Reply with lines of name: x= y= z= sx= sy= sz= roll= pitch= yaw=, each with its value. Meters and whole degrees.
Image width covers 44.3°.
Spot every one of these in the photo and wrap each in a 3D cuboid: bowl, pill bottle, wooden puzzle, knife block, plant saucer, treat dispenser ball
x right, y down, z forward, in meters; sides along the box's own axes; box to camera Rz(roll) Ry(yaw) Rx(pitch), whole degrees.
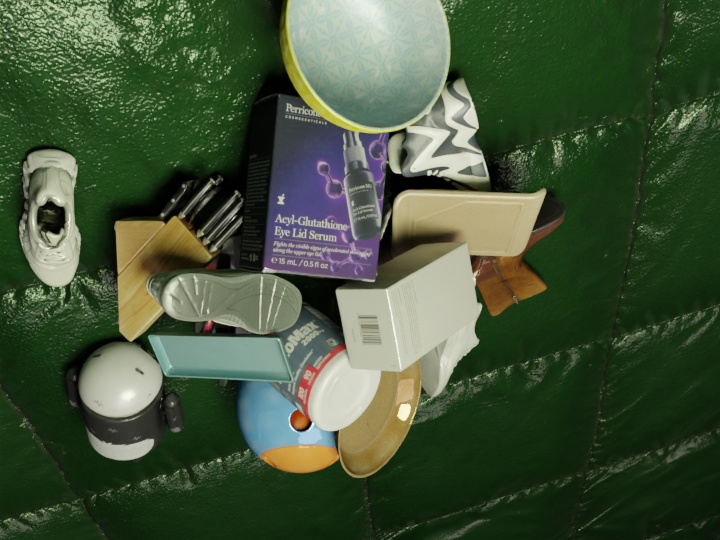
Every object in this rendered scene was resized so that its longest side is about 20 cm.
bowl: x=-0.011 y=-0.244 z=0.964 sx=0.196 sy=0.205 sz=0.107 roll=7 pitch=175 yaw=-28
pill bottle: x=-0.078 y=0.112 z=1.188 sx=0.118 sy=0.199 sz=0.122 roll=-27 pitch=133 yaw=-33
wooden puzzle: x=0.139 y=-0.067 z=1.192 sx=0.195 sy=0.038 sz=0.186 roll=-3 pitch=158 yaw=0
knife block: x=-0.213 y=-0.016 z=1.104 sx=0.171 sy=0.064 sz=0.205 roll=2 pitch=99 yaw=5
plant saucer: x=-0.177 y=0.108 z=1.131 sx=0.196 sy=0.019 sz=0.071 roll=-1 pitch=123 yaw=23
treat dispenser ball: x=-0.091 y=0.203 z=1.346 sx=0.197 sy=0.203 sz=0.203 roll=-11 pitch=138 yaw=-10
plant saucer: x=0.019 y=0.199 z=1.289 sx=0.199 sy=0.035 sz=0.204 roll=-29 pitch=128 yaw=-44

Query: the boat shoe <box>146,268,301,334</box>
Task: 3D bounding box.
boat shoe: x=-0.159 y=0.031 z=1.070 sx=0.199 sy=0.064 sz=0.076 roll=5 pitch=101 yaw=-40

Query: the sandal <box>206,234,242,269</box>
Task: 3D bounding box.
sandal: x=-0.178 y=-0.022 z=1.174 sx=0.202 sy=0.060 sz=0.080 roll=-7 pitch=122 yaw=6

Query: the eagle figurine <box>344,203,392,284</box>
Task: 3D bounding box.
eagle figurine: x=-0.005 y=-0.001 z=1.223 sx=0.152 sy=0.150 sz=0.201 roll=-45 pitch=127 yaw=-15

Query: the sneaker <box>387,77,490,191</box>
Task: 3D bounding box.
sneaker: x=0.094 y=-0.146 z=1.151 sx=0.127 sy=0.081 sz=0.200 roll=-16 pitch=144 yaw=5

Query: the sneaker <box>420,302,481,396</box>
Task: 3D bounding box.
sneaker: x=0.155 y=0.132 z=1.476 sx=0.087 sy=0.076 sz=0.202 roll=-12 pitch=138 yaw=-27

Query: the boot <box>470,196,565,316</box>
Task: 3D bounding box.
boot: x=0.251 y=-0.013 z=1.359 sx=0.186 sy=0.069 sz=0.200 roll=-32 pitch=138 yaw=12

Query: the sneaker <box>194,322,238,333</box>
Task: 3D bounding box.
sneaker: x=-0.176 y=0.057 z=1.249 sx=0.073 sy=0.083 sz=0.202 roll=6 pitch=132 yaw=-28

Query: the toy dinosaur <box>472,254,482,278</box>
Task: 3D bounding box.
toy dinosaur: x=0.104 y=0.072 z=1.355 sx=0.196 sy=0.107 sz=0.182 roll=-19 pitch=168 yaw=2

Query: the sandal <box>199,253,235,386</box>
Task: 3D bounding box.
sandal: x=-0.190 y=0.065 z=1.161 sx=0.044 sy=0.076 sz=0.203 roll=1 pitch=126 yaw=-2

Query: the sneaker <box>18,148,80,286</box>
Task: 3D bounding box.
sneaker: x=-0.374 y=-0.045 z=1.065 sx=0.074 sy=0.082 sz=0.202 roll=-5 pitch=138 yaw=-19

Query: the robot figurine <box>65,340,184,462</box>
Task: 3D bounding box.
robot figurine: x=-0.345 y=0.193 z=1.297 sx=0.148 sy=0.126 sz=0.202 roll=-16 pitch=140 yaw=-21

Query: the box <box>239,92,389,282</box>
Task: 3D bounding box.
box: x=-0.055 y=-0.094 z=1.045 sx=0.145 sy=0.104 sz=0.205 roll=4 pitch=92 yaw=-24

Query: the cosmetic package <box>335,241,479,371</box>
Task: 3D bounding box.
cosmetic package: x=0.066 y=0.042 z=1.127 sx=0.084 sy=0.110 sz=0.199 roll=-2 pitch=-165 yaw=36
